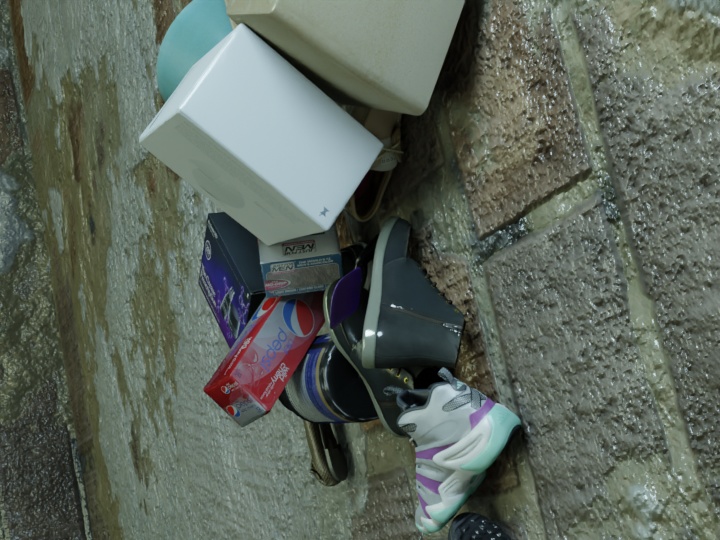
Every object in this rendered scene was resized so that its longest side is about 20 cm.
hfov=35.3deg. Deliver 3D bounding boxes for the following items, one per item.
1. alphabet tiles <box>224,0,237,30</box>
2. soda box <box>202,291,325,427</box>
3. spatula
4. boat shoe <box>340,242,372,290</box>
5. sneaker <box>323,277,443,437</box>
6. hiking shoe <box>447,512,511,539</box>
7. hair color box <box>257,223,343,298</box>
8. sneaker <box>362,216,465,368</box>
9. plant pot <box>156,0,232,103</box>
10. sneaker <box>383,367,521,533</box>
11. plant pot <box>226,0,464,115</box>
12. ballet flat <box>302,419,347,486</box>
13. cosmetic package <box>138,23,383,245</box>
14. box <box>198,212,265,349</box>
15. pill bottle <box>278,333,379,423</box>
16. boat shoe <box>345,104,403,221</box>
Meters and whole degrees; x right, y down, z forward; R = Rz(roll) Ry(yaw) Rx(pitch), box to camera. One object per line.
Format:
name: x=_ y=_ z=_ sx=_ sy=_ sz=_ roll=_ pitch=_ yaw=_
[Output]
alphabet tiles: x=-0.091 y=-0.330 z=1.363 sx=0.008 sy=0.165 sz=0.202 roll=-45 pitch=57 yaw=51
soda box: x=-0.107 y=0.090 z=1.374 sx=0.070 sy=0.201 sz=0.063 roll=46 pitch=135 yaw=-16
spatula: x=0.000 y=0.000 z=1.285 sx=0.200 sy=0.020 sz=0.057 roll=-62 pitch=-20 yaw=-61
boat shoe: x=-0.045 y=0.021 z=1.466 sx=0.200 sy=0.060 sz=0.077 roll=132 pitch=131 yaw=-55
sneaker: x=0.036 y=0.088 z=1.283 sx=0.201 sy=0.074 sz=0.106 roll=60 pitch=151 yaw=2
hiking shoe: x=0.132 y=0.352 z=1.163 sx=0.201 sy=0.075 sz=0.101 roll=66 pitch=145 yaw=30
hair color box: x=-0.082 y=-0.059 z=1.416 sx=0.201 sy=0.099 sz=0.061 roll=-101 pitch=5 yaw=-48
sneaker: x=0.064 y=0.028 z=1.237 sx=0.075 sy=0.105 sz=0.202 roll=91 pitch=-173 yaw=-50
plant pot: x=-0.137 y=-0.243 z=1.461 sx=0.161 sy=0.199 sz=0.202 roll=42 pitch=134 yaw=35
sneaker: x=0.073 y=0.178 z=1.193 sx=0.140 sy=0.078 sz=0.201 roll=39 pitch=128 yaw=13
plant pot: x=-0.019 y=-0.289 z=1.144 sx=0.199 sy=0.175 sz=0.202 roll=23 pitch=93 yaw=60
ballet flat: x=-0.066 y=0.196 z=1.543 sx=0.046 sy=0.067 sz=0.202 roll=-22 pitch=78 yaw=26
cosmetic package: x=-0.113 y=-0.140 z=1.239 sx=0.124 sy=0.199 sz=0.200 roll=-56 pitch=17 yaw=-14
box: x=-0.177 y=0.023 z=1.723 sx=0.201 sy=0.078 sz=0.142 roll=56 pitch=140 yaw=43
pill bottle: x=-0.035 y=0.135 z=1.417 sx=0.200 sy=0.111 sz=0.113 roll=-17 pitch=81 yaw=64
boat shoe: x=0.018 y=-0.139 z=1.301 sx=0.069 sy=0.073 sz=0.201 roll=56 pitch=148 yaw=30
